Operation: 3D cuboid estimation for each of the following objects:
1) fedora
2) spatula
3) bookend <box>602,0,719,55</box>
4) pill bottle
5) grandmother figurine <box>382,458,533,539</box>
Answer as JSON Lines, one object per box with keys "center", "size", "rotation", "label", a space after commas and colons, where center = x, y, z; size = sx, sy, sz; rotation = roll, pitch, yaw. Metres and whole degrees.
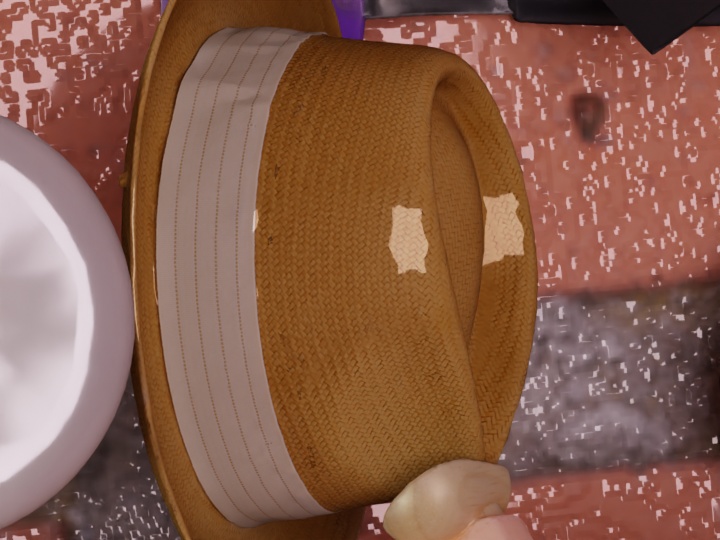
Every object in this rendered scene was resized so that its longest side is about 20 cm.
{"center": [0.000, 0.000, 0.779], "size": [0.081, 0.200, 0.202], "rotation": [-1, 88, 21], "label": "fedora"}
{"center": [0.035, -0.088, 0.876], "size": [0.199, 0.021, 0.057], "rotation": [-3, 101, -16], "label": "spatula"}
{"center": [0.060, -0.143, 0.800], "size": [0.199, 0.092, 0.200], "rotation": [48, 44, -7], "label": "bookend"}
{"center": [-0.125, 0.015, 0.742], "size": [0.109, 0.200, 0.110], "rotation": [0, 88, -13], "label": "pill bottle"}
{"center": [0.061, 0.154, 0.731], "size": [0.060, 0.122, 0.200], "rotation": [-16, 57, -29], "label": "grandmother figurine"}
